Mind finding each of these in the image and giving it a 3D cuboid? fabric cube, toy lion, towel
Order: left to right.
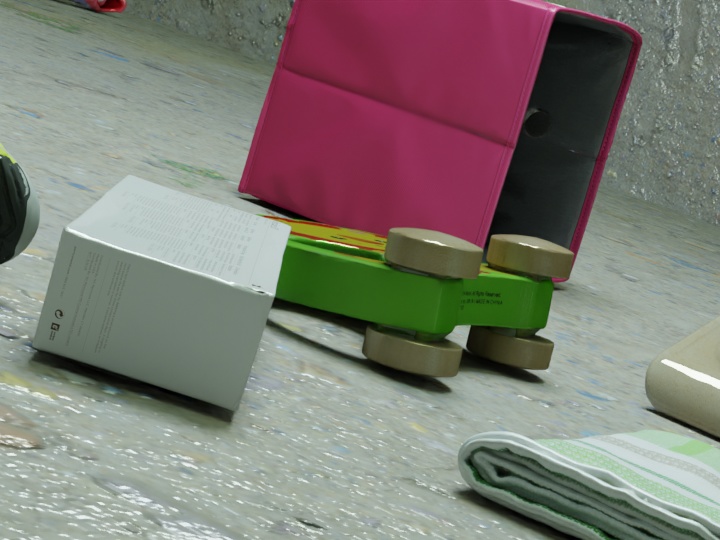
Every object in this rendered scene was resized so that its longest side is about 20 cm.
[{"bbox_3d":[0.000,0.000,0.989,0.190,0.069,0.200,14,5,25],"label":"toy lion"},{"bbox_3d":[0.063,-0.115,1.389,0.198,0.202,0.196,21,9,26],"label":"fabric cube"},{"bbox_3d":[0.140,0.091,0.749,0.148,0.031,0.200,23,9,27],"label":"towel"}]

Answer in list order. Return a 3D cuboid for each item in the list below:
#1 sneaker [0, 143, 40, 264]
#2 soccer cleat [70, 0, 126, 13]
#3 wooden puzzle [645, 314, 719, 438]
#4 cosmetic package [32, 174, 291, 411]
[{"bbox_3d":[-0.210,-0.056,0.809,0.199,0.076,0.076,23,10,25],"label":"sneaker"},{"bbox_3d":[-0.480,-0.484,3.272,0.076,0.067,0.200,26,8,24],"label":"soccer cleat"},{"bbox_3d":[0.281,0.042,1.025,0.184,0.047,0.199,24,39,35],"label":"wooden puzzle"},{"bbox_3d":[-0.076,0.005,0.780,0.082,0.051,0.200,16,8,-2],"label":"cosmetic package"}]
